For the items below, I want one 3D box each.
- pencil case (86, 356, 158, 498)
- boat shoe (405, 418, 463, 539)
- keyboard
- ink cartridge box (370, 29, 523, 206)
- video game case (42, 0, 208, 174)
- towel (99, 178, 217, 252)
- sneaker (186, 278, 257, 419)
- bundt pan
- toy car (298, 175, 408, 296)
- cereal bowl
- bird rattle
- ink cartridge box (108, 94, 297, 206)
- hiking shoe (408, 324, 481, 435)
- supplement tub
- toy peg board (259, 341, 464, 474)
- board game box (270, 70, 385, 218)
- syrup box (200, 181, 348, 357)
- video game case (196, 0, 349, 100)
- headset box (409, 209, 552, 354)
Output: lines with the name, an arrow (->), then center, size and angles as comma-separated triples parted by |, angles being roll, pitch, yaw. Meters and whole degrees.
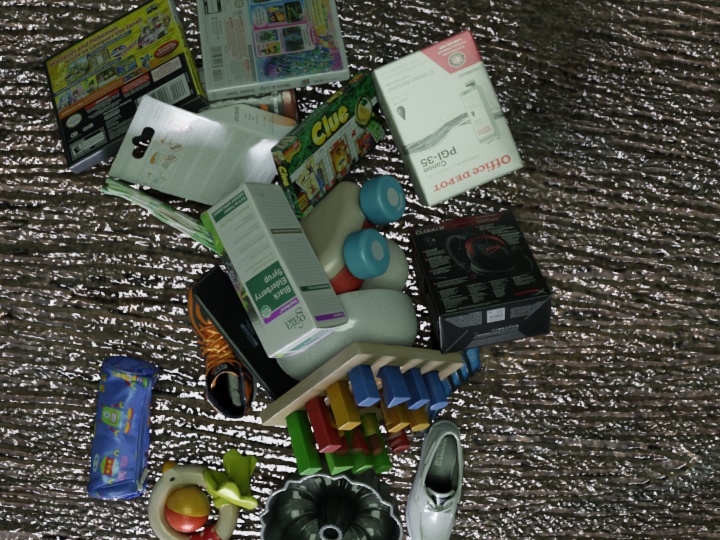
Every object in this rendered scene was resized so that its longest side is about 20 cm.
pencil case -> -0.325, 0.220, 1.363 | 0.087, 0.078, 0.200 | 11, 96, 25
boat shoe -> 0.106, 0.314, 1.406 | 0.074, 0.065, 0.200 | 3, 96, -4
keyboard -> -0.146, 0.079, 1.350 | 0.021, 0.127, 0.200 | -29, 102, 34
ink cartridge box -> 0.116, -0.203, 1.343 | 0.146, 0.083, 0.200 | -23, 97, -1
video game case -> -0.308, -0.244, 1.281 | 0.200, 0.026, 0.181 | -26, 65, 11
towel -> -0.241, -0.066, 1.301 | 0.200, 0.153, 0.023 | 27, 91, -8
sneaker -> -0.186, 0.107, 1.343 | 0.078, 0.112, 0.200 | -19, 97, -1
bundt pan -> -0.035, 0.342, 1.375 | 0.202, 0.076, 0.202 | 3, 116, 7
toy car -> 0.000, 0.000, 1.325 | 0.184, 0.177, 0.200 | -15, 134, 36
cereal bowl -> -0.016, 0.101, 1.303 | 0.200, 0.200, 0.083 | -14, 68, -2
bird rattle -> -0.218, 0.345, 1.394 | 0.163, 0.113, 0.200 | 16, 108, 6
ink cartridge box -> -0.204, -0.156, 1.276 | 0.200, 0.050, 0.162 | 17, 139, -21
hiking shoe -> 0.127, 0.144, 1.386 | 0.087, 0.074, 0.200 | 17, 100, -14
supplement tub -> -0.183, -0.219, 1.313 | 0.200, 0.107, 0.107 | -9, 96, -2
toy peg board -> 0.014, 0.187, 1.274 | 0.199, 0.200, 0.098 | -38, 58, 34
board game box -> -0.038, -0.167, 1.288 | 0.200, 0.023, 0.105 | -48, 135, -35
syrup box -> -0.104, -0.002, 1.196 | 0.079, 0.081, 0.200 | -33, 76, 26
video game case -> -0.118, -0.314, 1.291 | 0.182, 0.024, 0.200 | -9, 58, -3
headset box -> 0.154, 0.005, 1.324 | 0.149, 0.200, 0.075 | -11, 132, -5
